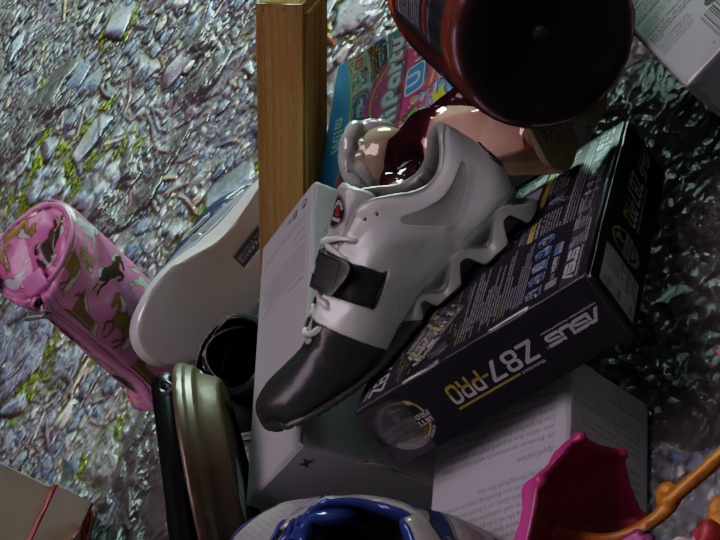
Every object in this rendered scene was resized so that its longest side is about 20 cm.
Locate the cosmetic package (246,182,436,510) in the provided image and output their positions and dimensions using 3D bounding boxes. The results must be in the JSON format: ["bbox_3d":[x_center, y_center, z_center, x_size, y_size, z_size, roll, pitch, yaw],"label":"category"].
[{"bbox_3d":[-0.005,0.056,1.015,0.085,0.107,0.201,-48,30,45],"label":"cosmetic package"}]

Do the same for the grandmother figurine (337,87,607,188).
[{"bbox_3d":[0.054,-0.078,1.000,0.199,0.061,0.121,-7,31,51],"label":"grandmother figurine"}]

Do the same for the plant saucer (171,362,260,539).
[{"bbox_3d":[-0.081,0.154,1.009,0.029,0.201,0.201,-13,42,-1],"label":"plant saucer"}]

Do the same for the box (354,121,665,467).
[{"bbox_3d":[0.089,0.008,0.916,0.161,0.049,0.200,-31,17,27],"label":"box"}]

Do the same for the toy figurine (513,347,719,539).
[{"bbox_3d":[0.153,0.115,0.715,0.184,0.150,0.201,-39,35,21],"label":"toy figurine"}]

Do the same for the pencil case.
[{"bbox_3d":[-0.193,0.032,1.218,0.082,0.200,0.087,25,75,39],"label":"pencil case"}]

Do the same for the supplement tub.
[{"bbox_3d":[0.074,-0.157,0.918,0.107,0.107,0.200,-52,23,9],"label":"supplement tub"}]

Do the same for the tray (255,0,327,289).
[{"bbox_3d":[-0.046,-0.096,1.136,0.099,0.037,0.202,-66,-21,-69],"label":"tray"}]

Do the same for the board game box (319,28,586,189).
[{"bbox_3d":[0.063,-0.112,1.115,0.199,0.064,0.149,-27,44,41],"label":"board game box"}]

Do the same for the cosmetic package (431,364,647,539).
[{"bbox_3d":[0.092,0.158,0.846,0.101,0.071,0.201,-26,44,41],"label":"cosmetic package"}]

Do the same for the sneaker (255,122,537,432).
[{"bbox_3d":[0.000,0.000,0.904,0.200,0.089,0.074,-46,16,-8],"label":"sneaker"}]

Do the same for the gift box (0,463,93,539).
[{"bbox_3d":[-0.312,0.232,1.218,0.200,0.186,0.186,-16,48,66],"label":"gift box"}]

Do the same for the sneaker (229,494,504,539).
[{"bbox_3d":[-0.013,0.142,0.838,0.199,0.088,0.076,-8,59,44],"label":"sneaker"}]

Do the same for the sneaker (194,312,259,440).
[{"bbox_3d":[-0.086,0.070,1.132,0.199,0.099,0.071,-7,59,52],"label":"sneaker"}]

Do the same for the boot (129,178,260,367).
[{"bbox_3d":[-0.117,0.004,1.227,0.200,0.073,0.090,-47,17,-33],"label":"boot"}]

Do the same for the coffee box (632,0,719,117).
[{"bbox_3d":[0.201,-0.147,0.912,0.080,0.114,0.200,-48,33,15],"label":"coffee box"}]

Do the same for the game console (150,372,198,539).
[{"bbox_3d":[-0.098,0.190,1.006,0.031,0.178,0.201,-10,41,-6],"label":"game console"}]
